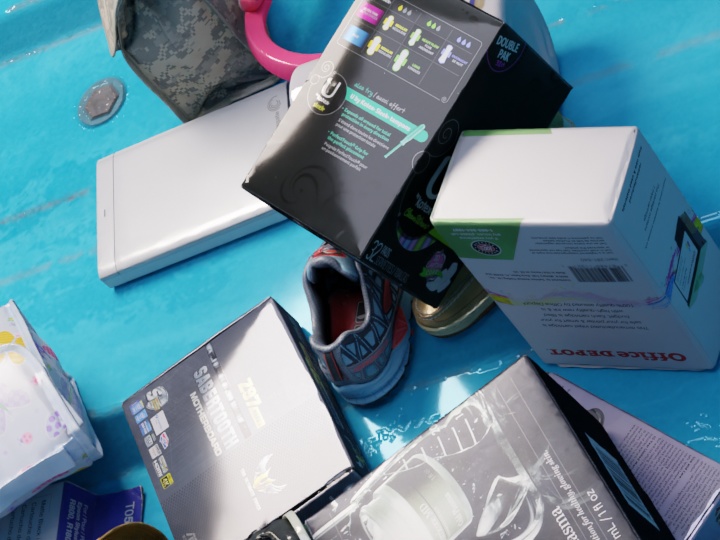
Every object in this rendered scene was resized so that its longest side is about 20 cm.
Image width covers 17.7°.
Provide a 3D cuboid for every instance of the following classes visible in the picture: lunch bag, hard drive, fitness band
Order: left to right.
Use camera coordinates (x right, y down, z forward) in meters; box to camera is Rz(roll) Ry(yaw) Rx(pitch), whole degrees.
[{"bbox_3d":[-0.309,0.135,1.881,0.169,0.127,0.200,-34,29,-1],"label":"lunch bag"},{"bbox_3d":[-0.172,-0.251,2.034,0.117,0.200,0.164,-27,50,15],"label":"lunch bag"},{"bbox_3d":[-0.141,-0.075,2.015,0.200,0.027,0.132,-20,52,21],"label":"hard drive"},{"bbox_3d":[-0.021,-0.244,2.003,0.143,0.037,0.200,18,60,16],"label":"fitness band"}]

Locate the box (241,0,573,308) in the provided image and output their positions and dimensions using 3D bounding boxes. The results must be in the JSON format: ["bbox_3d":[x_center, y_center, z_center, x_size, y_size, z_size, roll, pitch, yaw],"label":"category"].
[{"bbox_3d":[0.037,-0.100,1.713,0.124,0.149,0.200,31,89,29],"label":"box"}]

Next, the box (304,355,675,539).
[{"bbox_3d":[0.101,0.202,1.546,0.197,0.124,0.200,-39,48,10],"label":"box"}]

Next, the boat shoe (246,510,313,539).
[{"bbox_3d":[-0.064,0.222,1.663,0.066,0.199,0.075,-28,86,-13],"label":"boat shoe"}]

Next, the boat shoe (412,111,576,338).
[{"bbox_3d":[0.098,-0.043,1.803,0.072,0.076,0.200,26,78,41],"label":"boat shoe"}]

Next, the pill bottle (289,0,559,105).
[{"bbox_3d":[0.050,-0.152,1.877,0.200,0.120,0.120,-15,54,25],"label":"pill bottle"}]

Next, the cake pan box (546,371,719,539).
[{"bbox_3d":[0.152,0.193,1.632,0.184,0.052,0.200,26,77,43],"label":"cake pan box"}]

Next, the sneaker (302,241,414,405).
[{"bbox_3d":[0.000,0.000,1.826,0.079,0.096,0.200,-15,54,25],"label":"sneaker"}]

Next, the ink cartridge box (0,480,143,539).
[{"bbox_3d":[-0.275,0.272,1.867,0.200,0.041,0.200,-15,54,24],"label":"ink cartridge box"}]

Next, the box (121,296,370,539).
[{"bbox_3d":[-0.090,0.139,1.825,0.158,0.051,0.200,-34,49,9],"label":"box"}]

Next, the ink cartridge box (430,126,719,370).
[{"bbox_3d":[0.164,-0.013,1.658,0.145,0.200,0.084,1,59,34],"label":"ink cartridge box"}]

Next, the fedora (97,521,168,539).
[{"bbox_3d":[-0.160,0.285,1.691,0.082,0.201,0.201,8,66,26],"label":"fedora"}]
